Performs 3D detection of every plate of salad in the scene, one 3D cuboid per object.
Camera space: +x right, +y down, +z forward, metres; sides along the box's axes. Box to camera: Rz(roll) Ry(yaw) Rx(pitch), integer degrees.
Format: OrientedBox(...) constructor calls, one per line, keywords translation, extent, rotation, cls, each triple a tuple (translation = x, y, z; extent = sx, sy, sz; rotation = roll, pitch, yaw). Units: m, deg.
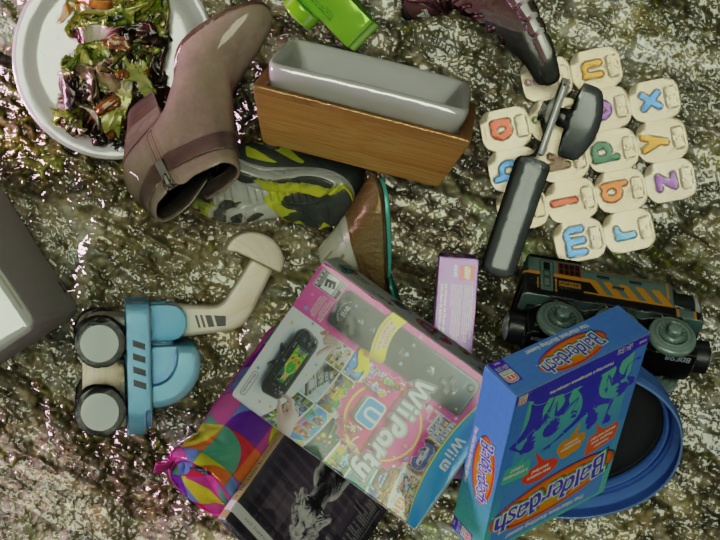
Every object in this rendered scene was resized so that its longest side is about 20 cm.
OrientedBox(translation=(-0.239, -0.208, 1.415), extent=(0.200, 0.048, 0.200), rotation=(0, 92, 1), cls="plate of salad")

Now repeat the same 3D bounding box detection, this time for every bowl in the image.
OrientedBox(translation=(0.200, 0.153, 1.373), extent=(0.200, 0.039, 0.201), rotation=(3, 130, 3), cls="bowl")

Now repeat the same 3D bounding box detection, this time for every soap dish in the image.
OrientedBox(translation=(0.005, -0.147, 1.365), extent=(0.200, 0.157, 0.081), rotation=(15, 109, 1), cls="soap dish")

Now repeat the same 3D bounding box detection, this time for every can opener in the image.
OrientedBox(translation=(0.176, -0.085, 1.393), extent=(0.067, 0.053, 0.200), rotation=(18, 93, 1), cls="can opener")

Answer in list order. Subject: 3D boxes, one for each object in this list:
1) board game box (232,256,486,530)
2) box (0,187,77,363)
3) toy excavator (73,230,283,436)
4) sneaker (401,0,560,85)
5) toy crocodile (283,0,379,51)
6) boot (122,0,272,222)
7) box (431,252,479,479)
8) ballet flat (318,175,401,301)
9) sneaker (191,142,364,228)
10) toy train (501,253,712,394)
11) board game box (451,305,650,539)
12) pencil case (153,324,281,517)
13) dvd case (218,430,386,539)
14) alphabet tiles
OrientedBox(translation=(0.013, 0.105, 1.284), extent=(0.200, 0.064, 0.148), rotation=(35, 97, 5), cls="board game box")
OrientedBox(translation=(-0.397, 0.009, 1.351), extent=(0.171, 0.199, 0.200), rotation=(-32, 91, 2), cls="box")
OrientedBox(translation=(-0.175, 0.059, 1.411), extent=(0.200, 0.100, 0.195), rotation=(-1, 94, -12), cls="toy excavator")
OrientedBox(translation=(0.103, -0.246, 1.400), extent=(0.115, 0.076, 0.200), rotation=(-28, 81, 7), cls="sneaker")
OrientedBox(translation=(-0.064, -0.291, 1.405), extent=(0.200, 0.062, 0.068), rotation=(41, 107, -3), cls="toy crocodile")
OrientedBox(translation=(-0.139, -0.139, 1.340), extent=(0.200, 0.070, 0.146), rotation=(-42, 46, 17), cls="boot")
OrientedBox(translation=(0.084, 0.084, 1.374), extent=(0.039, 0.137, 0.200), rotation=(4, 92, 2), cls="box")
OrientedBox(translation=(0.000, 0.000, 1.368), extent=(0.072, 0.068, 0.200), rotation=(-10, 135, 0), cls="ballet flat")
OrientedBox(translation=(-0.087, -0.090, 1.410), extent=(0.200, 0.085, 0.075), rotation=(13, 126, 19), cls="sneaker")
OrientedBox(translation=(0.232, 0.048, 1.385), extent=(0.200, 0.114, 0.085), rotation=(8, 136, -3), cls="toy train")
OrientedBox(translation=(0.161, 0.140, 1.258), extent=(0.152, 0.200, 0.045), rotation=(-22, 48, -30), cls="board game box")
OrientedBox(translation=(-0.099, 0.135, 1.366), extent=(0.088, 0.088, 0.200), rotation=(40, 58, 0), cls="pencil case")
OrientedBox(translation=(-0.032, 0.197, 1.362), extent=(0.149, 0.016, 0.200), rotation=(52, 56, -28), cls="dvd case")
OrientedBox(translation=(0.221, -0.112, 1.424), extent=(0.195, 0.015, 0.200), rotation=(-12, 92, 1), cls="alphabet tiles")
